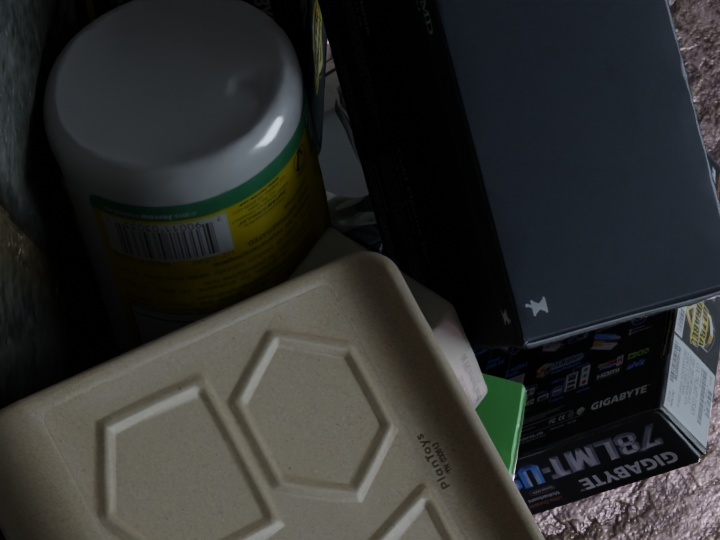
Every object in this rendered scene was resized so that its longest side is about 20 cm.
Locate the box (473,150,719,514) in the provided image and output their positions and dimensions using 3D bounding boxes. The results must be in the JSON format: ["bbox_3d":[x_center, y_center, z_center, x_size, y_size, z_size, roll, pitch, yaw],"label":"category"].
[{"bbox_3d":[0.108,0.043,1.320,0.050,0.199,0.199,46,39,-27],"label":"box"}]

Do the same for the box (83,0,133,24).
[{"bbox_3d":[-0.089,-0.103,1.178,0.160,0.049,0.201,-87,172,-51],"label":"box"}]

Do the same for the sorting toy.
[{"bbox_3d":[-0.030,0.106,0.921,0.186,0.199,0.036,61,-34,6],"label":"sorting toy"}]

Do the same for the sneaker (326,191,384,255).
[{"bbox_3d":[0.000,0.000,1.296,0.087,0.199,0.078,90,24,-55],"label":"sneaker"}]

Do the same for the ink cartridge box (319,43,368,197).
[{"bbox_3d":[0.031,-0.065,1.367,0.146,0.199,0.085,45,31,-27],"label":"ink cartridge box"}]

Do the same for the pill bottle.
[{"bbox_3d":[-0.068,-0.017,1.063,0.201,0.112,0.113,79,11,-50],"label":"pill bottle"}]

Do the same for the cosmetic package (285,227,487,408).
[{"bbox_3d":[-0.036,0.093,1.022,0.200,0.071,0.105,-53,156,-12],"label":"cosmetic package"}]

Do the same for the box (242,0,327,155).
[{"bbox_3d":[-0.046,-0.181,1.173,0.159,0.046,0.201,79,11,-54],"label":"box"}]

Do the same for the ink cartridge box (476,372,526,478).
[{"bbox_3d":[0.006,0.157,1.130,0.147,0.083,0.201,128,-25,-64],"label":"ink cartridge box"}]

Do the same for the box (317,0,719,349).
[{"bbox_3d":[0.067,-0.071,1.063,0.182,0.103,0.201,174,-99,-77],"label":"box"}]
